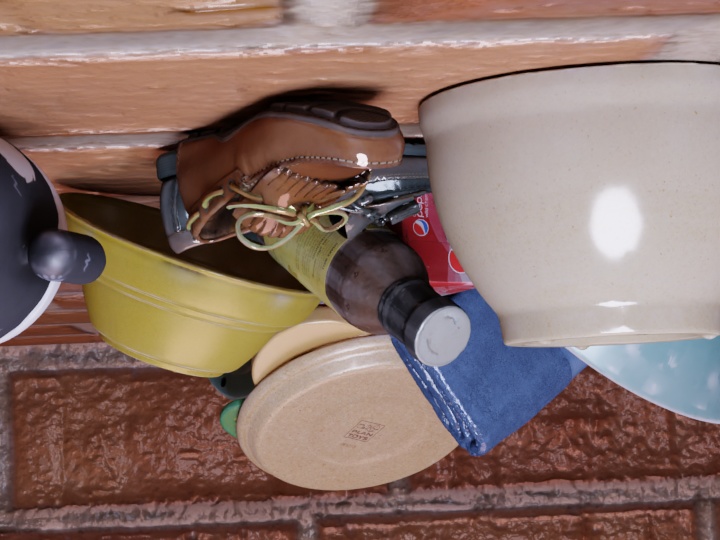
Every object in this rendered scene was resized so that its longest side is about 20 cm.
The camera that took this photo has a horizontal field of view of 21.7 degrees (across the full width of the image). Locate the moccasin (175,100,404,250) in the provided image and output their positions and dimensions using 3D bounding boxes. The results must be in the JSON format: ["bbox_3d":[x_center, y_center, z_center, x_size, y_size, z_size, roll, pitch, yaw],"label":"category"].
[{"bbox_3d":[-0.042,-0.048,1.015,0.073,0.078,0.201,1,174,-37],"label":"moccasin"}]

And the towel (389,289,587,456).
[{"bbox_3d":[0.119,0.036,1.347,0.200,0.112,0.048,-38,-170,-28],"label":"towel"}]

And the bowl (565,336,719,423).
[{"bbox_3d":[0.195,-0.003,1.212,0.200,0.105,0.201,33,161,13],"label":"bowl"}]

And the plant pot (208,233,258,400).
[{"bbox_3d":[-0.020,0.046,1.517,0.187,0.202,0.199,11,168,-38],"label":"plant pot"}]

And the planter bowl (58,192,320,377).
[{"bbox_3d":[-0.122,0.019,1.273,0.199,0.084,0.200,18,-172,-3],"label":"planter bowl"}]

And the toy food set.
[{"bbox_3d":[-0.003,0.101,1.402,0.198,0.049,0.198,4,141,-23],"label":"toy food set"}]

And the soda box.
[{"bbox_3d":[0.016,-0.011,1.308,0.069,0.064,0.200,2,172,-25],"label":"soda box"}]

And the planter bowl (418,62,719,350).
[{"bbox_3d":[0.132,-0.027,1.019,0.198,0.136,0.200,-2,175,0],"label":"planter bowl"}]

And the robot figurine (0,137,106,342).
[{"bbox_3d":[-0.228,-0.022,0.986,0.125,0.151,0.200,-40,170,4],"label":"robot figurine"}]

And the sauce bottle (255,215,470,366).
[{"bbox_3d":[0.000,0.000,1.183,0.064,0.065,0.200,1,-156,-30],"label":"sauce bottle"}]

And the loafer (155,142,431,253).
[{"bbox_3d":[-0.026,-0.043,1.153,0.198,0.064,0.072,-2,175,-9],"label":"loafer"}]
